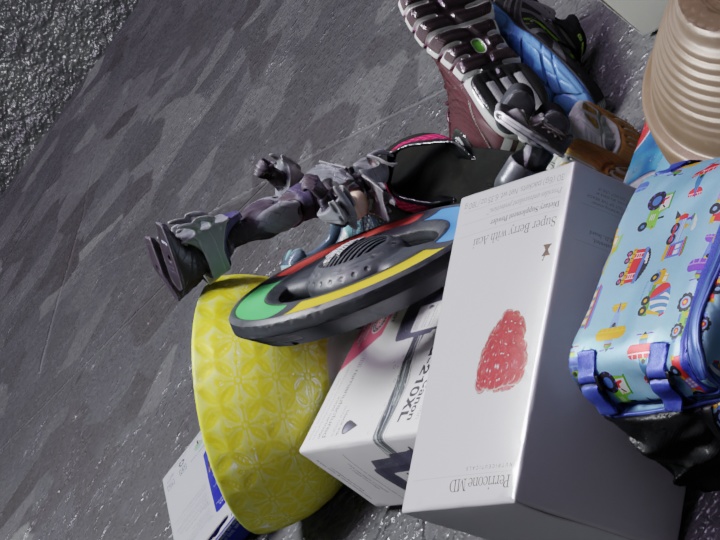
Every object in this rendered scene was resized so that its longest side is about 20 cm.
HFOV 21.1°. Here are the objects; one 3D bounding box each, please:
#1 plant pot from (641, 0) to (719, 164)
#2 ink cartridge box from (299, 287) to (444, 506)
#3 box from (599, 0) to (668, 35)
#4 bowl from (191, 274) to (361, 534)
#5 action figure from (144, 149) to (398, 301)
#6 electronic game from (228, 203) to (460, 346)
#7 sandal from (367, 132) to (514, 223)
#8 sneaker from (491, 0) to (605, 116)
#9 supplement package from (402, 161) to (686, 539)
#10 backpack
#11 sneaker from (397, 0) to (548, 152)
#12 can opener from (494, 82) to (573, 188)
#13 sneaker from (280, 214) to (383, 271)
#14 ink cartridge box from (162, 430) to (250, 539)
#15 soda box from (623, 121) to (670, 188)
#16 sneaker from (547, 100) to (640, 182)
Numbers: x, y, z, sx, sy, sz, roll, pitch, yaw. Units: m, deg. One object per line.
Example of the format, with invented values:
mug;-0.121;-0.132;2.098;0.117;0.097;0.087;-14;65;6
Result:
plant pot;0.253;-0.148;1.169;0.200;0.093;0.202;-21;44;22
ink cartridge box;0.063;0.079;1.340;0.200;0.084;0.145;-16;42;59
box;0.247;-0.306;1.502;0.128;0.109;0.201;-28;34;50
bowl;-0.043;0.092;1.469;0.107;0.201;0.201;-12;36;15
action figure;-0.058;-0.045;1.437;0.199;0.070;0.130;-26;13;-18
electronic game;0.000;0.000;1.362;0.199;0.042;0.200;-23;12;5
sandal;0.054;-0.072;1.464;0.200;0.045;0.076;6;79;57
sneaker;0.151;-0.176;1.555;0.082;0.071;0.200;-12;33;-13
supplement package;0.119;0.058;1.134;0.121;0.119;0.201;-17;58;57
backpack;0.229;0.020;1.000;0.200;0.134;0.183;-9;50;59
sneaker;0.075;-0.156;1.540;0.116;0.075;0.201;102;148;-54
can opener;0.107;-0.086;1.307;0.067;0.053;0.200;-59;0;9
sneaker;-0.043;0.026;1.657;0.201;0.086;0.078;-59;20;-11
ink cartridge box;-0.118;0.192;1.636;0.100;0.039;0.200;-51;19;10
soda box;0.227;-0.085;1.266;0.068;0.064;0.201;-24;36;54
sneaker;0.157;-0.047;1.350;0.088;0.075;0.200;-59;1;21
